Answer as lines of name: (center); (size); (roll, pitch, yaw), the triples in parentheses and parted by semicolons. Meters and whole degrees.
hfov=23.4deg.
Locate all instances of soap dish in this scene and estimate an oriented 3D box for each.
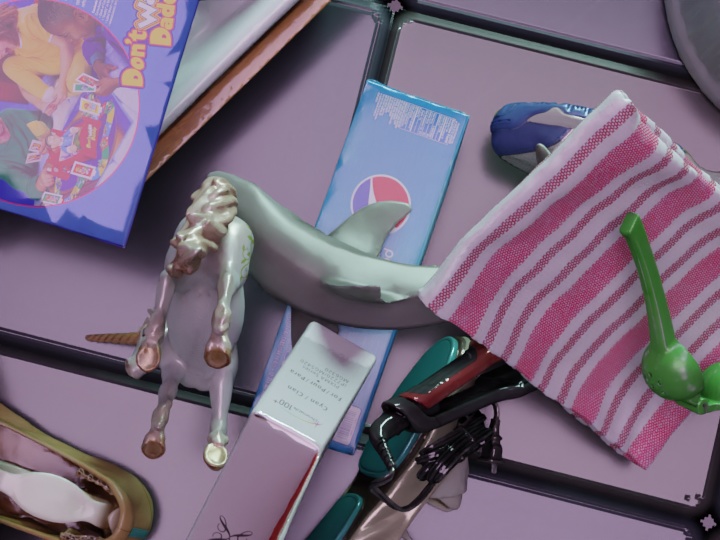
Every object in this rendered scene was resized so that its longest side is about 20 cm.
soap dish: (-0.115, -0.163, 0.995); (0.200, 0.081, 0.157); (-44, 86, -4)

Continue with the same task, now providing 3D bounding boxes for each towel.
towel: (0.141, 0.011, 0.912); (0.146, 0.030, 0.200); (-47, 127, 8)

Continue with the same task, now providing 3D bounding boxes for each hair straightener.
hair straightener: (0.069, 0.078, 0.938); (0.041, 0.200, 0.077); (2, 113, 39)

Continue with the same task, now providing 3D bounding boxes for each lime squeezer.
lime squeezer: (0.187, 0.044, 0.924); (0.200, 0.038, 0.071); (30, 71, -34)

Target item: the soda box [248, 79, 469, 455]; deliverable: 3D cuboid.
soda box: (0.000, 0.000, 0.985); (0.064, 0.068, 0.201); (20, 85, 2)

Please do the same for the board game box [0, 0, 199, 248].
board game box: (-0.157, -0.128, 0.900); (0.134, 0.045, 0.201); (17, 95, -10)

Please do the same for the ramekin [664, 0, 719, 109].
ramekin: (0.279, -0.173, 0.986); (0.199, 0.098, 0.202); (0, 84, 1)

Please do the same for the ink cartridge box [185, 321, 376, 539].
ink cartridge box: (-0.070, 0.148, 0.876); (0.045, 0.176, 0.201); (28, 123, 2)

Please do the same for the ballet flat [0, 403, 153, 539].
ballet flat: (-0.211, 0.106, 0.978); (0.199, 0.063, 0.069); (19, 87, 2)

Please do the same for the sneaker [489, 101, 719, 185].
sneaker: (0.159, -0.029, 0.981); (0.199, 0.075, 0.089); (23, 88, -1)

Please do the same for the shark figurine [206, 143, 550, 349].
shark figurine: (0.027, -0.001, 0.908); (0.213, 0.090, 0.129); (-6, 86, 2)

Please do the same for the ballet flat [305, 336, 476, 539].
ballet flat: (0.019, 0.132, 0.980); (0.069, 0.069, 0.200); (35, 84, 3)

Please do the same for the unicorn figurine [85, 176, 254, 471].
unicorn figurine: (-0.090, 0.032, 0.912); (0.073, 0.200, 0.138); (19, 41, -15)
